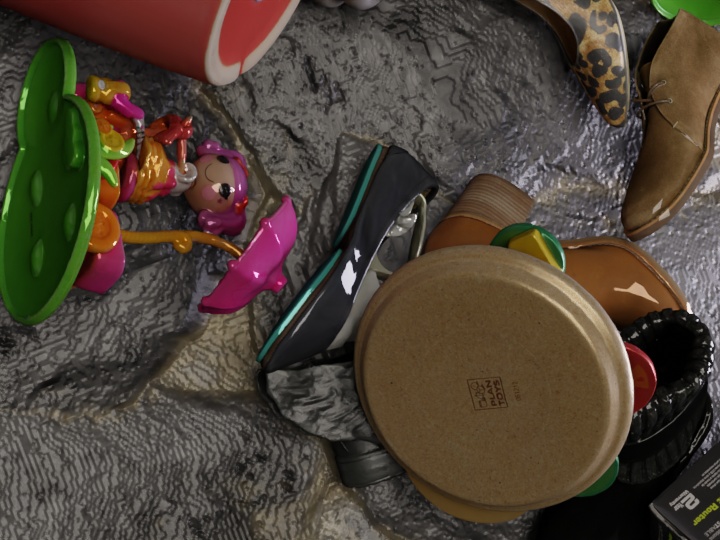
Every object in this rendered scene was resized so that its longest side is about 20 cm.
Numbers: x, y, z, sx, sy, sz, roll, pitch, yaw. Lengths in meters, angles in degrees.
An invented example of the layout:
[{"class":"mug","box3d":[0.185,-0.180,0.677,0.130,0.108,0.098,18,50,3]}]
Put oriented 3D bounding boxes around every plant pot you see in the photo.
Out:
[{"class":"plant pot","box3d":[-0.130,-0.223,1.333,0.177,0.201,0.201,30,76,12]}]

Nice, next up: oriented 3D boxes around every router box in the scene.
[{"class":"router box","box3d":[0.296,0.162,1.490,0.200,0.150,0.062,-39,58,-18]}]

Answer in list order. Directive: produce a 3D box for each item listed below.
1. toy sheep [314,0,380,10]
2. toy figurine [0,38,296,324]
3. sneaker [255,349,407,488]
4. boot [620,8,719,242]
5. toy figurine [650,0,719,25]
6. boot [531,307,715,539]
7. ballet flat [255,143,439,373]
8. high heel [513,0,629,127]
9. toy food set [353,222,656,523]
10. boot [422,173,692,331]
[{"class":"toy sheep","box3d":[-0.016,-0.247,1.436,0.199,0.138,0.138,24,77,16]},{"class":"toy figurine","box3d":[-0.132,-0.046,1.396,0.183,0.150,0.201,12,56,-30]},{"class":"sneaker","box3d":[0.033,0.083,1.459,0.199,0.060,0.105,-21,96,-15]},{"class":"boot","box3d":[0.219,-0.108,1.510,0.075,0.073,0.201,41,53,-21]},{"class":"toy figurine","box3d":[0.250,-0.311,1.533,0.149,0.200,0.185,-3,63,15]},{"class":"boot","box3d":[0.177,0.135,1.443,0.079,0.158,0.212,26,77,17]},{"class":"ballet flat","box3d":[0.000,0.000,1.434,0.073,0.073,0.201,36,60,-12]},{"class":"high heel","box3d":[0.110,-0.182,1.509,0.142,0.071,0.201,-20,90,-11]},{"class":"toy food set","box3d":[0.092,0.072,1.371,0.201,0.197,0.049,60,29,-11]},{"class":"boot","box3d":[0.130,0.034,1.459,0.199,0.077,0.156,34,52,-8]}]
